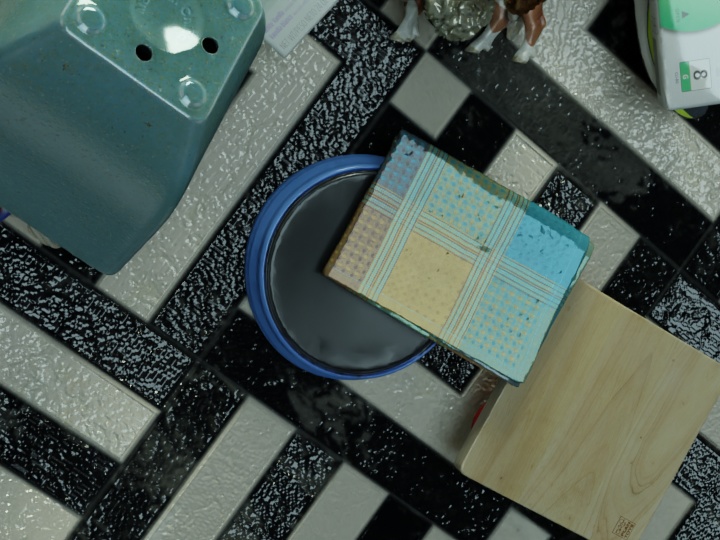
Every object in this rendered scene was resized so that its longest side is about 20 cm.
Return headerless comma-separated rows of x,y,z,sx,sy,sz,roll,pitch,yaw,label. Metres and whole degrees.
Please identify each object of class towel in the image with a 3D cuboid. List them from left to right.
0.086,-0.010,1.163,0.200,0.022,0.147,29,89,-9,towel

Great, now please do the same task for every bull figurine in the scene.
0.075,-0.249,1.153,0.200,0.065,0.122,7,101,-16,bull figurine

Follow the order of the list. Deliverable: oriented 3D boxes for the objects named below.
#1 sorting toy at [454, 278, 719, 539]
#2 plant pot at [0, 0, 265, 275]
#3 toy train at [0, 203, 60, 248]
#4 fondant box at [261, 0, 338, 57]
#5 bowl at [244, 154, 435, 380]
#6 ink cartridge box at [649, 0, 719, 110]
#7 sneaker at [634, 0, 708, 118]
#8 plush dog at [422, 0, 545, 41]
0.204,0.129,1.255,0.199,0.070,0.200,30,90,-20,sorting toy
-0.180,-0.148,0.979,0.196,0.200,0.197,34,59,-20,plant pot
-0.317,-0.027,1.057,0.200,0.085,0.116,38,97,-20,toy train
-0.084,-0.288,1.066,0.200,0.058,0.144,42,100,-10,fondant box
0.000,0.000,1.183,0.200,0.039,0.201,-3,100,-18,bowl
0.346,-0.230,1.151,0.200,0.050,0.161,-7,106,6,ink cartridge box
0.285,-0.232,1.203,0.081,0.074,0.200,-9,107,24,sneaker
0.124,-0.281,1.033,0.160,0.172,0.200,-10,101,-11,plush dog
